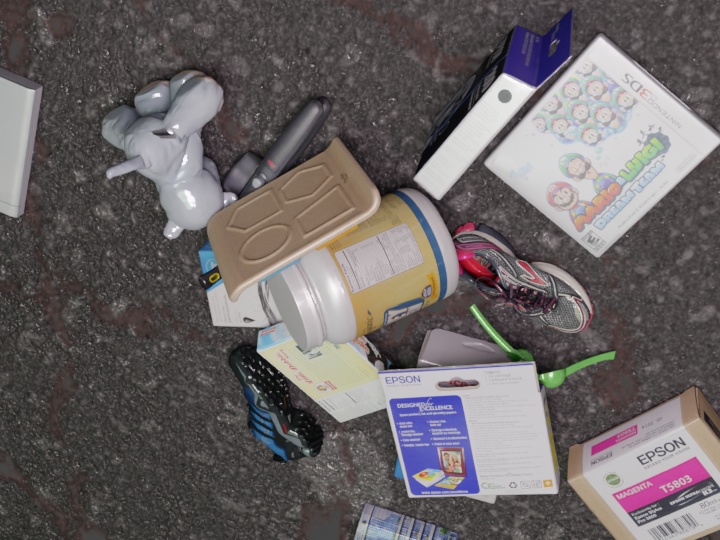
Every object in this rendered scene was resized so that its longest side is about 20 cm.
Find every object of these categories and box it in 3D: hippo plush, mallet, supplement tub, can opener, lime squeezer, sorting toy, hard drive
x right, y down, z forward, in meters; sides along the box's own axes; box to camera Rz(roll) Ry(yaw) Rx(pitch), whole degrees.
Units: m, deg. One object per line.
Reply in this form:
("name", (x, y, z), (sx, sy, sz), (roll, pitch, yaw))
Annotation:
("hippo plush", (-0.209, -0.137, 1.147), (0.159, 0.200, 0.161), (-33, 124, -1))
("mallet", (-0.111, -0.030, 1.165), (0.041, 0.200, 0.066), (15, 142, 55))
("supplement tub", (0.000, 0.000, 1.110), (0.200, 0.145, 0.145), (-24, 113, -15))
("can opener", (-0.105, -0.137, 1.164), (0.079, 0.063, 0.200), (41, 120, -6))
("lime squeezer", (0.222, 0.105, 1.168), (0.200, 0.038, 0.071), (19, 92, -8))
("sorting toy", (-0.080, -0.059, 1.073), (0.200, 0.185, 0.036), (-34, 123, 2))
("hard drive", (-0.512, -0.184, 1.280), (0.132, 0.027, 0.200), (23, 120, 4))

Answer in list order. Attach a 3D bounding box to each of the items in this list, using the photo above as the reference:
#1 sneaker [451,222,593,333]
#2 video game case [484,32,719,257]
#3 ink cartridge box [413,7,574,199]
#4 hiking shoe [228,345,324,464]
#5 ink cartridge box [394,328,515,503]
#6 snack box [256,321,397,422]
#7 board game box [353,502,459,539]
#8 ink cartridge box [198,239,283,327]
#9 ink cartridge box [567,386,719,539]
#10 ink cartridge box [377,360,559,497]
("sneaker", (0.192, 0.023, 1.153), (0.200, 0.075, 0.081), (29, 120, -1))
("video game case", (0.274, -0.138, 1.076), (0.182, 0.024, 0.200), (39, 120, -5))
("ink cartridge box", (0.143, -0.191, 0.988), (0.043, 0.198, 0.200), (39, 119, -9))
("hiking shoe", (-0.139, 0.200, 1.339), (0.087, 0.074, 0.200), (-25, 107, 25))
("ink cartridge box", (0.135, 0.195, 1.251), (0.144, 0.084, 0.200), (13, 118, 8))
("snack box", (-0.033, 0.128, 1.248), (0.116, 0.037, 0.200), (-21, 134, 24))
("board game box", (0.030, 0.461, 1.431), (0.200, 0.062, 0.200), (15, 119, 8))
("ink cartridge box", (-0.102, 0.012, 1.236), (0.200, 0.067, 0.116), (0, 117, 16))
("ink cartridge box", (0.398, 0.270, 1.220), (0.200, 0.075, 0.165), (-35, 104, 29))
("ink cartridge box", (0.139, 0.195, 1.178), (0.197, 0.047, 0.200), (-5, 113, 18))
